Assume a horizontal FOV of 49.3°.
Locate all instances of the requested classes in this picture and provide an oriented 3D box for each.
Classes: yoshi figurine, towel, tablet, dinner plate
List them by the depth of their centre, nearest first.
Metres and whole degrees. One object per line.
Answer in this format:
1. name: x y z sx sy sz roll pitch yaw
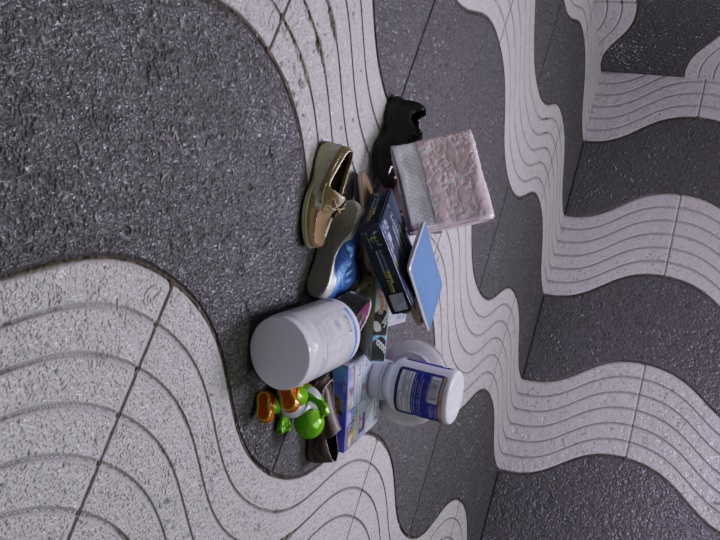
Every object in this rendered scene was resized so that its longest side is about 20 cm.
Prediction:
1. yoshi figurine: -0.115 0.269 1.482 0.114 0.111 0.200 -61 157 0
2. tablet: 0.133 0.014 1.614 0.202 0.013 0.132 68 33 -45
3. towel: 0.169 -0.185 1.642 0.032 0.186 0.205 104 -25 -75
4. dinner plate: 0.114 0.262 1.849 0.024 0.196 0.205 33 70 -59

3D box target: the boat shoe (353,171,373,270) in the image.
1. boat shoe: -0.002 -0.099 1.608 0.072 0.063 0.205 10 71 -68

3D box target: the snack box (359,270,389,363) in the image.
1. snack box: 0.028 0.084 1.705 0.116 0.036 0.205 -136 -132 -67

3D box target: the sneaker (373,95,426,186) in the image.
1. sneaker: 0.087 -0.279 1.701 0.076 0.089 0.205 27 77 -65

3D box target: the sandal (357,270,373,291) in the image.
1. sandal: -0.002 -0.002 1.643 0.078 0.068 0.216 40 64 -62

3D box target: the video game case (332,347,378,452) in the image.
1. video game case: -0.010 0.278 1.769 0.181 0.044 0.205 -27 123 -62

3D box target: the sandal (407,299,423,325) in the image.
1. sandal: 0.080 0.047 1.739 0.214 0.068 0.079 -106 -168 -48

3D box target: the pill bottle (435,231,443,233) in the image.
1. pill bottle: 0.174 -0.201 1.895 0.113 0.110 0.205 34 69 -63

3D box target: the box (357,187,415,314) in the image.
1. box: 0.062 -0.040 1.574 0.159 0.050 0.203 -70 143 -59

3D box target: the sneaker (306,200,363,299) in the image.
1. sneaker: -0.032 -0.031 1.554 0.111 0.075 0.204 29 77 -58

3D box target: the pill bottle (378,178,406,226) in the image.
1. pill bottle: 0.142 -0.148 1.728 0.109 0.195 0.113 2 90 -70

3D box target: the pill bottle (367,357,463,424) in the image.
1. pill bottle: 0.122 0.262 1.760 0.119 0.196 0.123 -37 132 -55

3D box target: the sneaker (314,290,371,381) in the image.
1. sneaker: -0.046 0.120 1.565 0.201 0.080 0.086 -52 175 16

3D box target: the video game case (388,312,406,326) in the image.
1. video game case: 0.074 0.041 1.883 0.199 0.023 0.187 -6 105 -64

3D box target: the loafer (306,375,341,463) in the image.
1. loafer: -0.067 0.309 1.627 0.073 0.070 0.205 -34 130 -57

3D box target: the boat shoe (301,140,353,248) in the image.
1. boat shoe: -0.060 -0.139 1.466 0.074 0.065 0.205 11 89 -65

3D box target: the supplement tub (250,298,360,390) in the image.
1. supplement tub: -0.096 0.129 1.423 0.199 0.129 0.135 -15 113 -62
